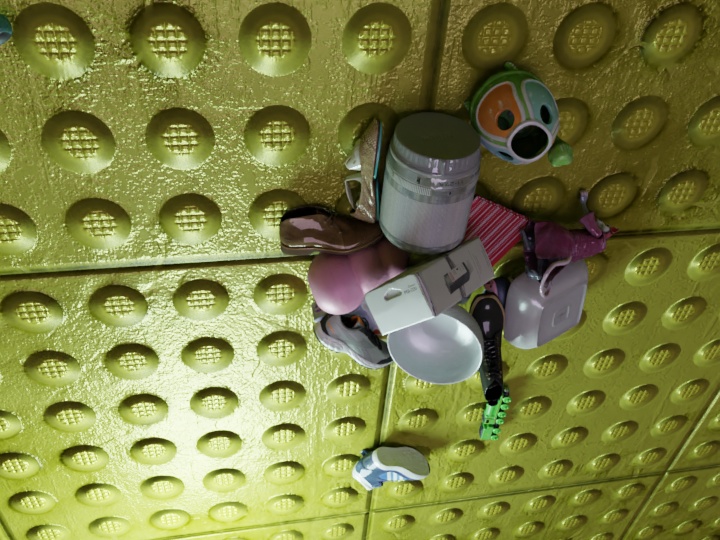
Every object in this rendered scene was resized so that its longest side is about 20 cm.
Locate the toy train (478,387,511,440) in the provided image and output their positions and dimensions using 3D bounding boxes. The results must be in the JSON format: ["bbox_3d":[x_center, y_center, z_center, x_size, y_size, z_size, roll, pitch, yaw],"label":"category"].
[{"bbox_3d":[0.345,0.371,1.751,0.055,0.042,0.203,3,132,-1],"label":"toy train"}]

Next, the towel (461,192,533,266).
[{"bbox_3d":[0.236,-0.071,1.308,0.197,0.023,0.145,15,127,-41],"label":"towel"}]

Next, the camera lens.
[{"bbox_3d":[0.116,-0.141,1.149,0.156,0.162,0.203,-3,132,-10],"label":"camera lens"}]

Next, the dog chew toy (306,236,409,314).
[{"bbox_3d":[0.000,0.000,1.278,0.196,0.126,0.126,-24,133,3],"label":"dog chew toy"}]

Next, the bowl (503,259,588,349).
[{"bbox_3d":[0.402,0.073,1.431,0.197,0.075,0.203,-25,137,-20],"label":"bowl"}]

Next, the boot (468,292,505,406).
[{"bbox_3d":[0.269,0.161,1.384,0.075,0.140,0.203,-8,128,6],"label":"boot"}]

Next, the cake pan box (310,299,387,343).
[{"bbox_3d":[0.019,0.091,1.412,0.197,0.053,0.185,-30,129,14],"label":"cake pan box"}]

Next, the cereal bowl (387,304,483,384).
[{"bbox_3d":[0.155,0.132,1.372,0.195,0.084,0.204,9,129,11],"label":"cereal bowl"}]

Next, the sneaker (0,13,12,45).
[{"bbox_3d":[-0.554,-0.289,0.930,0.196,0.079,0.092,-19,149,9],"label":"sneaker"}]

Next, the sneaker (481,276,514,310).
[{"bbox_3d":[0.269,0.097,1.465,0.080,0.071,0.204,1,123,-20],"label":"sneaker"}]

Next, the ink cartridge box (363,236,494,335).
[{"bbox_3d":[0.124,0.026,1.198,0.198,0.086,0.144,-25,180,-44],"label":"ink cartridge box"}]

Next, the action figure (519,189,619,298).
[{"bbox_3d":[0.413,-0.055,1.306,0.195,0.151,0.136,-11,132,-5],"label":"action figure"}]

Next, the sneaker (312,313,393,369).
[{"bbox_3d":[0.001,0.137,1.367,0.198,0.075,0.080,27,116,-32],"label":"sneaker"}]

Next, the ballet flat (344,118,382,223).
[{"bbox_3d":[0.004,-0.167,1.168,0.063,0.071,0.203,3,129,3],"label":"ballet flat"}]

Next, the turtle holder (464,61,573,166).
[{"bbox_3d":[0.264,-0.233,1.121,0.139,0.133,0.187,-25,132,10],"label":"turtle holder"}]

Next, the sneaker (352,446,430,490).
[{"bbox_3d":[0.073,0.537,1.815,0.197,0.082,0.146,20,133,-32],"label":"sneaker"}]

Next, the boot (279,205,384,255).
[{"bbox_3d":[-0.052,-0.077,1.233,0.195,0.074,0.077,-5,126,-5],"label":"boot"}]

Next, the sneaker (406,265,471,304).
[{"bbox_3d":[0.154,0.011,1.367,0.197,0.073,0.072,12,120,-35],"label":"sneaker"}]
